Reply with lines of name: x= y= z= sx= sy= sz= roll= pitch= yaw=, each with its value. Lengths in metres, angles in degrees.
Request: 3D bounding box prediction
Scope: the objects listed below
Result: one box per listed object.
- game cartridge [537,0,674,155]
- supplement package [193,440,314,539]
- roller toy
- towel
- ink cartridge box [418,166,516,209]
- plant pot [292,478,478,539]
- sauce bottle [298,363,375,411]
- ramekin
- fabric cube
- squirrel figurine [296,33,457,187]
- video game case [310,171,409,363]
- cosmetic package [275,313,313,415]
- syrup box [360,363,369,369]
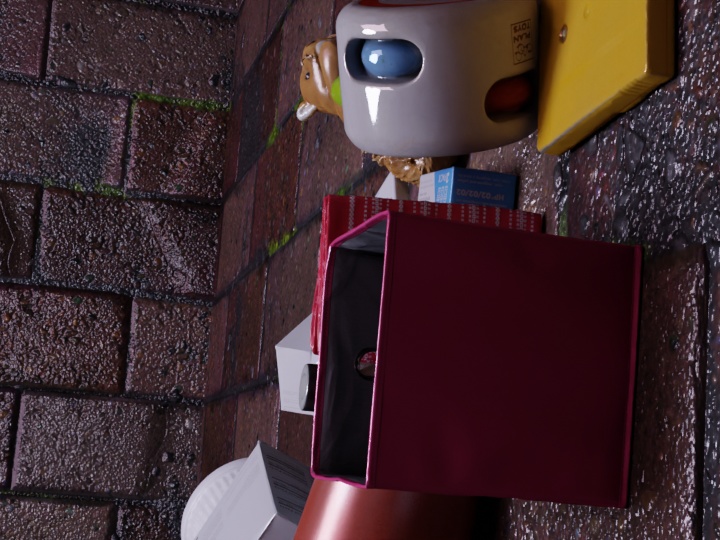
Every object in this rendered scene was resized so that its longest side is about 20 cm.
game cartridge: x=0.193 y=-0.203 z=1.062 sx=0.200 sy=0.032 sz=0.178 roll=146 pitch=129 yaw=-70
supplement package: x=-0.109 y=0.364 z=1.700 sx=0.192 sy=0.146 sz=0.200 roll=-57 pitch=19 yaw=10
roller toy: x=0.073 y=-0.186 z=1.188 sx=0.183 sy=0.198 sz=0.141 roll=-107 pitch=11 yaw=-72
towel: x=0.058 y=0.012 z=1.163 sx=0.022 sy=0.198 sz=0.146 roll=127 pitch=147 yaw=-79
ink cartridge box: x=0.093 y=0.007 z=1.296 sx=0.115 sy=0.067 sz=0.203 roll=176 pitch=100 yaw=-77
plant pot: x=0.024 y=0.249 z=1.255 sx=0.201 sy=0.199 sz=0.197 roll=-161 pitch=86 yaw=-76
sauce bottle: x=0.046 y=0.110 z=1.167 sx=0.065 sy=0.198 sz=0.066 roll=-171 pitch=90 yaw=-77
ramekin: x=-0.144 y=0.373 z=1.871 sx=0.105 sy=0.198 sz=0.202 roll=-141 pitch=58 yaw=-64
fabric cube: x=0.082 y=0.073 z=1.037 sx=0.200 sy=0.197 sz=0.199 roll=159 pitch=116 yaw=-75
squirrel figurine: x=0.014 y=-0.176 z=1.459 sx=0.186 sy=0.201 sz=0.142 roll=11 pitch=51 yaw=49
video game case: x=0.000 y=0.000 z=1.452 sx=0.183 sy=0.024 sz=0.200 roll=-58 pitch=12 yaw=21
cosmetic package: x=-0.030 y=0.086 z=1.572 sx=0.200 sy=0.050 sz=0.083 roll=-42 pitch=-48 yaw=-55
syrup box: x=0.000 y=0.197 z=1.479 sx=0.079 sy=0.080 sz=0.202 roll=-160 pitch=77 yaw=-78
